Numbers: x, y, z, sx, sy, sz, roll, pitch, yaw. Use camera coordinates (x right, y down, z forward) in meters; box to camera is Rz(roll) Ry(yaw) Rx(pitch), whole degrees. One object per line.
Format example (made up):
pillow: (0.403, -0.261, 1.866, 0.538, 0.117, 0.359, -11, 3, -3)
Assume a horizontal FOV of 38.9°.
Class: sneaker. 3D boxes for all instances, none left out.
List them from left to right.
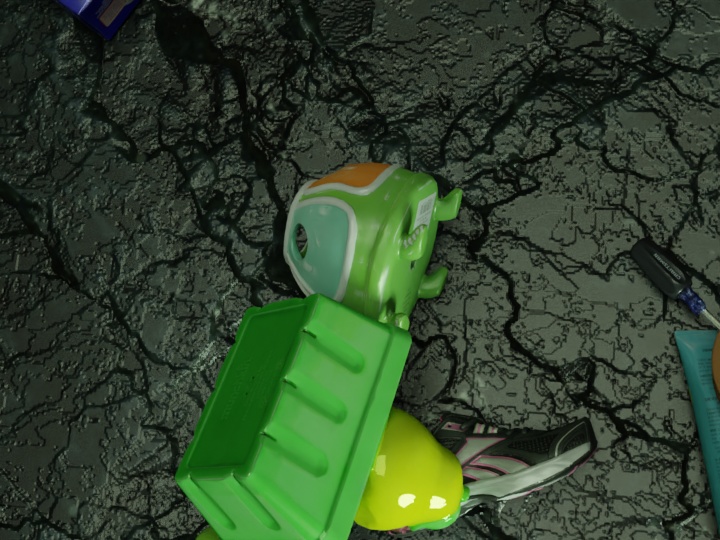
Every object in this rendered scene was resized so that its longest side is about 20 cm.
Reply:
sneaker: (0.102, 0.157, 0.872, 0.198, 0.080, 0.087, -21, 73, 5)

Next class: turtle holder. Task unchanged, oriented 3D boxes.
turtle holder: (0.004, -0.010, 0.909, 0.130, 0.187, 0.141, 18, 49, 16)

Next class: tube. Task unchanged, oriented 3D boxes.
tube: (0.316, 0.145, 0.852, 0.076, 0.050, 0.202, -3, 71, 1)

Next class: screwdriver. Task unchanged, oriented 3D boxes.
screwdriver: (0.303, 0.047, 0.870, 0.029, 0.028, 0.201, -16, 56, -37)

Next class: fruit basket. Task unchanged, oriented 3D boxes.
fruit basket: (-0.018, 0.142, 0.816, 0.154, 0.214, 0.218, -12, 73, 42)

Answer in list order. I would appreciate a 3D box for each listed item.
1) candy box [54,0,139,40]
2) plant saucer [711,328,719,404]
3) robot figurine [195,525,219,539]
candy box: (-0.295, -0.369, 1.064, 0.199, 0.077, 0.170, 38, 88, 15)
plant saucer: (0.372, 0.066, 0.781, 0.198, 0.033, 0.201, -15, 37, 12)
robot figurine: (-0.062, 0.295, 0.854, 0.200, 0.115, 0.176, 41, 115, 15)
